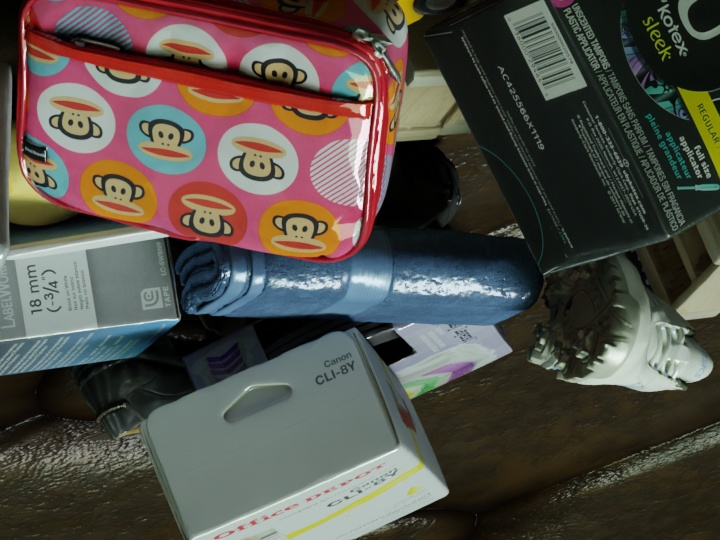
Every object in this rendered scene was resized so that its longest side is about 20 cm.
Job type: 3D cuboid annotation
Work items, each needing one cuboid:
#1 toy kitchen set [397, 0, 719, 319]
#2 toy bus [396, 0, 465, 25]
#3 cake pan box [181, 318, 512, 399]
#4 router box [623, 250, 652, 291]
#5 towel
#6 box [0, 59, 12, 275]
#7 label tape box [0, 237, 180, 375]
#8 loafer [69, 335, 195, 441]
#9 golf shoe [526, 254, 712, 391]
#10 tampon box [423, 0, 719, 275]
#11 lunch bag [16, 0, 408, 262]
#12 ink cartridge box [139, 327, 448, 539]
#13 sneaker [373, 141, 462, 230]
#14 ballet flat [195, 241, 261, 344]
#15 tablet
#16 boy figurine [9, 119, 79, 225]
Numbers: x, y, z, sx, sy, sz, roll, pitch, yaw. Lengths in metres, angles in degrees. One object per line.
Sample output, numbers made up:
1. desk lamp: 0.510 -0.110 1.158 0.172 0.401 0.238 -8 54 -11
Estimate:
1. toy kitchen set: 0.129 -0.083 1.609 0.200 0.181 0.163 -6 152 -31
2. toy bus: 0.053 -0.191 1.480 0.200 0.065 0.078 -28 151 25
3. cake pan box: -0.005 0.052 1.841 0.184 0.052 0.200 -27 164 4
4. router box: 0.294 -0.042 1.933 0.150 0.062 0.200 8 146 -42
5. towel: 0.000 0.000 1.667 0.199 0.049 0.112 3 171 -18
6. box: -0.293 -0.014 1.480 0.198 0.131 0.200 9 139 -14
7. label tape box: -0.222 0.026 1.724 0.199 0.063 0.144 -8 171 -17
8. loafer: -0.112 0.093 1.958 0.200 0.072 0.073 8 145 -42
9. golf shoe: 0.153 0.032 1.578 0.097 0.079 0.200 17 -178 -2
10. tampon box: 0.166 -0.114 1.494 0.200 0.150 0.126 -31 -173 -28
11. lunch bag: -0.075 -0.101 1.474 0.199 0.082 0.177 12 130 6
12. ink cartridge box: -0.038 0.117 1.760 0.145 0.084 0.200 -25 164 4
13. sneaker: 0.017 -0.054 1.749 0.091 0.076 0.200 -20 165 -6
14. ballet flat: -0.072 0.010 1.824 0.068 0.068 0.200 0 153 -5
15. tablet: -0.131 -0.031 1.666 0.199 0.014 0.130 -10 -169 -21
16. boy figurine: -0.166 -0.063 1.614 0.199 0.065 0.124 -5 161 -19
